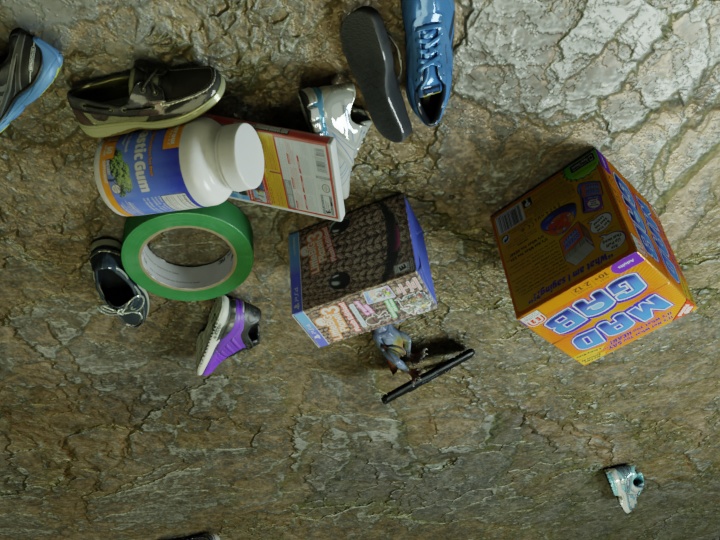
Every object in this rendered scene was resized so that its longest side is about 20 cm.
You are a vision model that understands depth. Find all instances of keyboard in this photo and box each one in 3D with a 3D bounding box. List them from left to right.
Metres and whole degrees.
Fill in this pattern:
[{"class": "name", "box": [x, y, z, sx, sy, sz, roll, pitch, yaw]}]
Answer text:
[{"class": "keyboard", "box": [0.128, 0.202, 1.544, 0.198, 0.021, 0.127, -27, 167, -6]}]

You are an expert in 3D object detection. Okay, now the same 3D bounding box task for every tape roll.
[{"class": "tape roll", "box": [-0.262, -0.034, 1.233, 0.197, 0.049, 0.202, -4, 141, -4]}]

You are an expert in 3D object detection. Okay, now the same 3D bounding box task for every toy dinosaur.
[{"class": "toy dinosaur", "box": [0.041, 0.130, 1.454, 0.181, 0.106, 0.199, 39, 138, -17]}]

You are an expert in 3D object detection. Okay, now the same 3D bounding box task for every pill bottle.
[{"class": "pill bottle", "box": [-0.229, -0.135, 1.036, 0.197, 0.113, 0.112, -6, 143, 20]}]

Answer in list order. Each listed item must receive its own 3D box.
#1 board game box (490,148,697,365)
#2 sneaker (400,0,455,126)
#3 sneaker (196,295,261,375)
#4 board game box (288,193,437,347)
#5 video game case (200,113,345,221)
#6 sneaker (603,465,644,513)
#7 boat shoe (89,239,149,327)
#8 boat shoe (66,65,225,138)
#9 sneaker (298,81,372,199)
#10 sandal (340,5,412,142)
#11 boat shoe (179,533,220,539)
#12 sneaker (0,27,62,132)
[{"class": "board game box", "box": [0.350, -0.014, 1.233, 0.199, 0.202, 0.199, -33, 134, 29]}, {"class": "sneaker", "box": [0.086, -0.267, 0.988, 0.065, 0.079, 0.201, -5, 139, 1]}, {"class": "sneaker", "box": [-0.226, 0.124, 1.412, 0.098, 0.070, 0.201, 9, 138, -23]}, {"class": "board game box", "box": [0.000, 0.000, 1.228, 0.198, 0.161, 0.097, -20, 138, 14]}, {"class": "video game case", "box": [-0.121, -0.138, 1.090, 0.197, 0.018, 0.144, 13, 143, 15]}, {"class": "sneaker", "box": [0.696, 0.562, 2.080, 0.086, 0.078, 0.200, -24, 138, 15]}, {"class": "boat shoe", "box": [-0.382, 0.036, 1.286, 0.074, 0.062, 0.201, -5, 141, -7]}, {"class": "boat shoe", "box": [-0.267, -0.217, 0.995, 0.198, 0.073, 0.066, -11, 146, 12]}, {"class": "sneaker", "box": [-0.022, -0.172, 1.093, 0.086, 0.075, 0.201, -21, 146, -7]}, {"class": "sandal", "box": [0.025, -0.250, 1.017, 0.043, 0.076, 0.201, -46, 146, -19]}, {"class": "boat shoe", "box": [-0.460, 0.729, 2.091, 0.199, 0.075, 0.092, -31, 143, 27]}, {"class": "sneaker", "box": [-0.444, -0.220, 0.975, 0.199, 0.071, 0.083, -33, 121, 26]}]
